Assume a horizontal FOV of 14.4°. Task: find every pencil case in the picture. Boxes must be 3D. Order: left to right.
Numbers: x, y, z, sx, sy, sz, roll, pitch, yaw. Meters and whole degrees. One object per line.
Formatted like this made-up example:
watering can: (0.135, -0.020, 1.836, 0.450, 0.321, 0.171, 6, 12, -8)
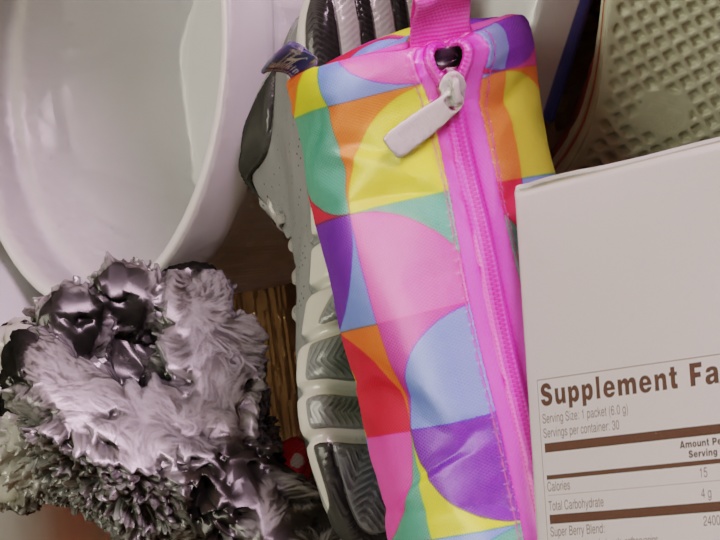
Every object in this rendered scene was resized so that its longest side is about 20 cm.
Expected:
pencil case: (0.032, 0.016, 0.887, 0.088, 0.088, 0.200, -12, 91, 54)

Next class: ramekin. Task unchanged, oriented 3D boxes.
ramekin: (-0.063, -0.083, 1.116, 0.200, 0.105, 0.200, 0, 90, 55)

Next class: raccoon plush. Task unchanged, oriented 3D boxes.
raccoon plush: (-0.077, 0.091, 1.030, 0.134, 0.097, 0.200, 111, 139, -57)

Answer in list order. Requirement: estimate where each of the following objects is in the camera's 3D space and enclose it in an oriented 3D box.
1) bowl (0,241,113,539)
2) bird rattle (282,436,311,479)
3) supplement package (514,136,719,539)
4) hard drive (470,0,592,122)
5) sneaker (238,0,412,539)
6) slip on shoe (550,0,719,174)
bowl: (-0.129, 0.073, 1.185, 0.201, 0.090, 0.201, -3, -90, -83)
bird rattle: (-0.023, 0.166, 1.097, 0.163, 0.113, 0.200, 5, 81, 43)
supplement package: (0.131, 0.066, 0.828, 0.120, 0.121, 0.200, -12, 79, 54)
hard drive: (0.061, -0.163, 0.974, 0.132, 0.025, 0.200, 41, 116, 62)
sneaker: (0.000, 0.000, 0.984, 0.115, 0.075, 0.200, 166, 104, -71)
slip on shoe: (0.097, -0.041, 0.938, 0.074, 0.061, 0.200, 17, 122, 7)
